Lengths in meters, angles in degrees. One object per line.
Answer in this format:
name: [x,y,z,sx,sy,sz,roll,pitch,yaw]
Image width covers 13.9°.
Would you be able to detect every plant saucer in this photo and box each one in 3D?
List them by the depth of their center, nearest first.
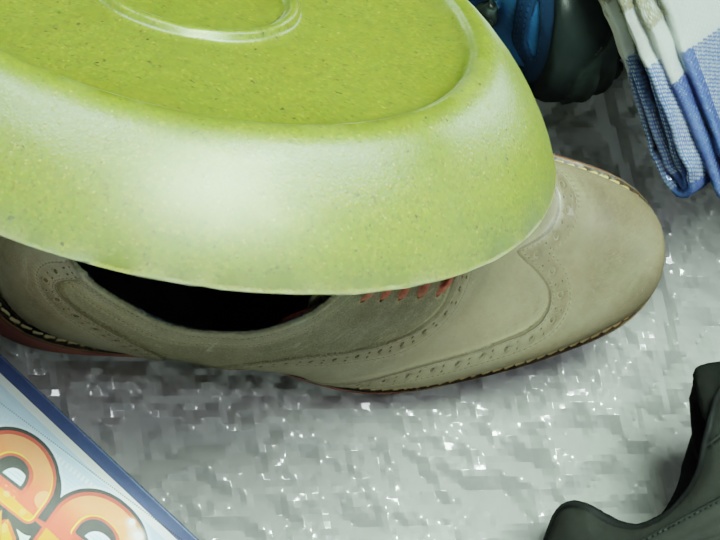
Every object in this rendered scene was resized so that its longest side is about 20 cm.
plant saucer: [-0.045,-0.058,0.729,0.199,0.031,0.200,11,28,-6]

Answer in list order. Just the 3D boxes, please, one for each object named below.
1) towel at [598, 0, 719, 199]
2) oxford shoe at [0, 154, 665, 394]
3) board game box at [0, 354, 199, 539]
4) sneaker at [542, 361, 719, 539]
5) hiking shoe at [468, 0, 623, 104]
towel: [0.095,-0.135,0.815,0.147,0.024,0.201,-36,109,-41]
oxford shoe: [0.000,0.000,0.757,0.199,0.075,0.071,-3,93,-25]
board game box: [-0.114,0.082,0.692,0.200,0.034,0.135,43,55,-4]
sneaker: [0.137,0.049,0.790,0.200,0.076,0.091,-32,74,-12]
hiking shoe: [-0.003,-0.120,0.833,0.087,0.074,0.200,-29,74,-25]
